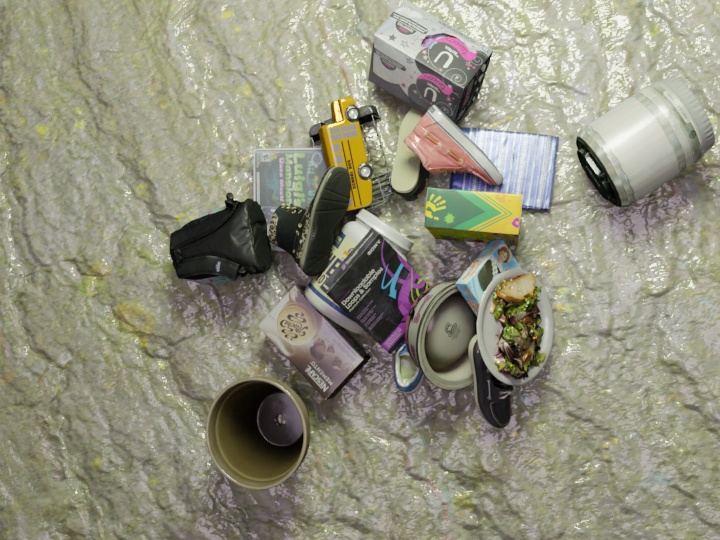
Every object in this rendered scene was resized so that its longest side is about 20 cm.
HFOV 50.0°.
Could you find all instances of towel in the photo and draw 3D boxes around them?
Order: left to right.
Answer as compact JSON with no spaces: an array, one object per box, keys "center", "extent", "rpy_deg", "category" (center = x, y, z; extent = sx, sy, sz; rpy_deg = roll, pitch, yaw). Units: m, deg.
[{"center":[0.273,-0.195,1.482],"extent":[0.195,0.024,0.148],"rpy_deg":[7,88,10],"category":"towel"}]

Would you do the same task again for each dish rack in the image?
[{"center":[-0.014,-0.215,1.525],"extent":[0.150,0.054,0.204],"rpy_deg":[-17,87,12],"category":"dish rack"}]

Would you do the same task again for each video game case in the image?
[{"center":[-0.134,-0.139,1.531],"extent":[0.178,0.023,0.205],"rpy_deg":[3,96,25],"category":"video game case"}]

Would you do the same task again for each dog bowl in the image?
[{"center":[0.165,0.112,1.420],"extent":[0.196,0.073,0.205],"rpy_deg":[-8,105,-30],"category":"dog bowl"}]

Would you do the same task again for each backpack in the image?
[{"center":[-0.277,-0.042,1.529],"extent":[0.196,0.126,0.171],"rpy_deg":[-15,75,22],"category":"backpack"}]

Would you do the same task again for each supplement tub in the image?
[{"center":[0.000,0.000,1.468],"extent":[0.144,0.145,0.202],"rpy_deg":[33,95,11],"category":"supplement tub"}]

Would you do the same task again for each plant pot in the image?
[{"center":[-0.174,0.299,1.482],"extent":[0.195,0.173,0.205],"rpy_deg":[0,88,12],"category":"plant pot"}]

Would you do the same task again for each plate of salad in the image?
[{"center":[0.281,0.099,1.351],"extent":[0.048,0.197,0.205],"rpy_deg":[-3,87,53],"category":"plate of salad"}]

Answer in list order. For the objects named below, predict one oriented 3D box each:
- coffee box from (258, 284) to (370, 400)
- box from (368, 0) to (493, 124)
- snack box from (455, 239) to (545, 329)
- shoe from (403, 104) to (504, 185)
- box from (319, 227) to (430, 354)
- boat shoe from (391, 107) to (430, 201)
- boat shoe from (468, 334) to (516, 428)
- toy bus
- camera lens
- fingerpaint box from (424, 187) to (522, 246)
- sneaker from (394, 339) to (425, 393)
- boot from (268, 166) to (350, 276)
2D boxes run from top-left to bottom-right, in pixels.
[{"center":[-0.089,0.140,1.516],"extent":[0.113,0.080,0.200],"rpy_deg":[-45,80,6],"category":"coffee box"},{"center":[0.126,-0.383,1.441],"extent":[0.198,0.133,0.115],"rpy_deg":[33,66,11],"category":"box"},{"center":[0.264,0.060,1.396],"extent":[0.116,0.037,0.201],"rpy_deg":[-46,112,-23],"category":"snack box"},{"center":[0.173,-0.207,1.432],"extent":[0.199,0.072,0.091],"rpy_deg":[39,107,-20],"category":"shoe"},{"center":[0.038,0.040,1.396],"extent":[0.143,0.036,0.200],"rpy_deg":[-48,122,-2],"category":"box"},{"center":[0.110,-0.235,1.496],"extent":[0.072,0.063,0.206],"rpy_deg":[11,77,22],"category":"boat shoe"},{"center":[0.249,0.211,1.409],"extent":[0.062,0.072,0.203],"rpy_deg":[11,127,48],"category":"boat shoe"},{"center":[-0.027,-0.217,1.451],"extent":[0.077,0.065,0.205],"rpy_deg":[-14,96,-10],"category":"toy bus"},{"center":[0.494,-0.223,1.361],"extent":[0.198,0.160,0.162],"rpy_deg":[-33,82,9],"category":"camera lens"},{"center":[0.208,-0.096,1.398],"extent":[0.163,0.200,0.075],"rpy_deg":[6,88,12],"category":"fingerpaint box"},{"center":[0.109,0.137,1.476],"extent":[0.074,0.077,0.205],"rpy_deg":[9,88,13],"category":"sneaker"},{"center":[-0.101,-0.111,1.440],"extent":[0.153,0.072,0.208],"rpy_deg":[32,110,47],"category":"boot"}]
